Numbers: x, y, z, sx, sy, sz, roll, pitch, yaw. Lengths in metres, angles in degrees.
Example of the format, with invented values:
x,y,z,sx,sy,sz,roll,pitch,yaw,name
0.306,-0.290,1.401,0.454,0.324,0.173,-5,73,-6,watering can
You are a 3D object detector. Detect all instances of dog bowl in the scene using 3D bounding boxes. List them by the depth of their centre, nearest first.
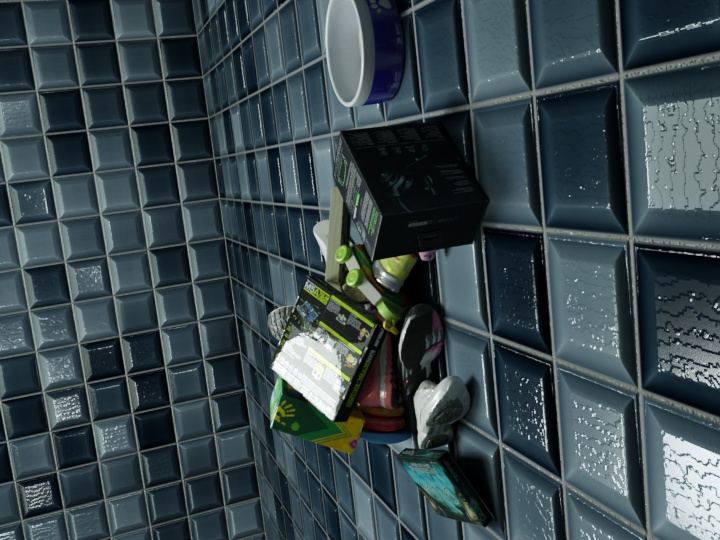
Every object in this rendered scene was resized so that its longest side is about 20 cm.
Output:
x,y,z,sx,sy,sz,roll,pitch,yaw,name
0.004,-0.395,1.366,0.200,0.077,0.204,171,90,-72,dog bowl

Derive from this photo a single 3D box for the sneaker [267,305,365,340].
x,y,z,sx,sy,sz,roll,pitch,yaw,name
-0.084,0.095,1.522,0.090,0.196,0.080,-78,-19,-81,sneaker

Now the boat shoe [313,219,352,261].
x,y,z,sx,sy,sz,roll,pitch,yaw,name
-0.052,-0.035,1.734,0.200,0.071,0.069,48,165,47,boat shoe

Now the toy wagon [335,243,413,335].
x,y,z,sx,sy,sz,roll,pitch,yaw,name
0.035,0.033,1.388,0.040,0.154,0.201,-45,40,16,toy wagon

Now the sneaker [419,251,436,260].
x,y,z,sx,sy,sz,roll,pitch,yaw,name
0.075,-0.081,1.320,0.200,0.069,0.084,-132,41,-60,sneaker

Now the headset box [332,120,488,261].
x,y,z,sx,sy,sz,roll,pitch,yaw,name
0.072,-0.119,1.155,0.094,0.171,0.202,103,150,-47,headset box

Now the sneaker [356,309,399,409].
x,y,z,sx,sy,sz,roll,pitch,yaw,name
0.023,0.156,1.416,0.074,0.085,0.203,68,-161,-53,sneaker

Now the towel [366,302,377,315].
x,y,z,sx,sy,sz,roll,pitch,yaw,name
-0.011,0.128,1.546,0.146,0.030,0.202,-44,23,53,towel

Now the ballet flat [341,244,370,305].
x,y,z,sx,sy,sz,roll,pitch,yaw,name
0.000,0.000,1.522,0.201,0.069,0.066,-96,15,-67,ballet flat

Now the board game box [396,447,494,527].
x,y,z,sx,sy,sz,roll,pitch,yaw,name
0.140,0.367,1.323,0.136,0.028,0.200,54,160,0,board game box

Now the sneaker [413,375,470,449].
x,y,z,sx,sy,sz,roll,pitch,yaw,name
0.125,0.222,1.315,0.201,0.076,0.101,107,151,-51,sneaker

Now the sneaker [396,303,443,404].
x,y,z,sx,sy,sz,roll,pitch,yaw,name
0.091,0.138,1.370,0.087,0.079,0.203,-117,28,-52,sneaker

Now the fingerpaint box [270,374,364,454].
x,y,z,sx,sy,sz,roll,pitch,yaw,name
-0.088,0.269,1.504,0.200,0.164,0.075,-138,68,-82,fingerpaint box

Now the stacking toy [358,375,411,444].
x,y,z,sx,sy,sz,roll,pitch,yaw,name
0.043,0.233,1.545,0.110,0.114,0.204,-169,82,-75,stacking toy

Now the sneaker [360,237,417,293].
x,y,z,sx,sy,sz,roll,pitch,yaw,name
0.061,-0.048,1.397,0.091,0.077,0.201,-50,32,22,sneaker

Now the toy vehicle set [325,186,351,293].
x,y,z,sx,sy,sz,roll,pitch,yaw,name
-0.043,-0.049,1.556,0.125,0.026,0.204,73,-161,-68,toy vehicle set

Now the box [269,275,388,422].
x,y,z,sx,sy,sz,roll,pitch,yaw,name
-0.062,0.139,1.404,0.199,0.047,0.196,31,100,38,box
